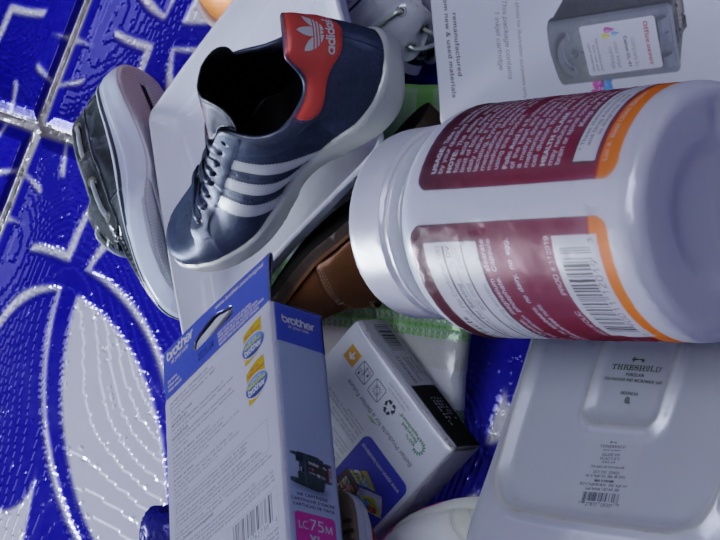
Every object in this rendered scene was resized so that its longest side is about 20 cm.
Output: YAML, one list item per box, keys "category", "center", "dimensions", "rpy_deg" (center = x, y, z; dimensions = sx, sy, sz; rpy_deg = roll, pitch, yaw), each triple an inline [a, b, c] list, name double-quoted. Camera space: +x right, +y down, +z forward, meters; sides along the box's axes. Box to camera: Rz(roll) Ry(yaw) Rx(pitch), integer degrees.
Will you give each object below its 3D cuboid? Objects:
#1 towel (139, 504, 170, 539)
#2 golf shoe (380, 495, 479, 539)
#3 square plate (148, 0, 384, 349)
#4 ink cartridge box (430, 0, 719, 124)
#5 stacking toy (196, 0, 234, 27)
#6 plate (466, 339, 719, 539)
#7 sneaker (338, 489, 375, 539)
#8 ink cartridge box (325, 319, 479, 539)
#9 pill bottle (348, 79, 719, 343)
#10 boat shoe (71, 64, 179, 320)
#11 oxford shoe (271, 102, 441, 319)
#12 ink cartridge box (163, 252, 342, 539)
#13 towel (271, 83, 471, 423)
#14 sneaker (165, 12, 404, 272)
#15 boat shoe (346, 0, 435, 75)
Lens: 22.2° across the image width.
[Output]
- category: "towel"
  center: [-0.090, 0.249, 1.040]
  dimensions: [0.147, 0.049, 0.202]
  rpy_deg: [24, 101, 26]
- category: "golf shoe"
  center: [0.079, 0.168, 0.932]
  dimensions: [0.198, 0.091, 0.076]
  rpy_deg: [3, 114, 37]
- category: "square plate"
  center: [-0.055, -0.080, 1.069]
  dimensions: [0.198, 0.028, 0.201]
  rpy_deg: [-46, 42, 34]
- category: "ink cartridge box"
  center: [0.155, -0.125, 0.936]
  dimensions: [0.198, 0.147, 0.087]
  rpy_deg: [-3, 97, 34]
- category: "stacking toy"
  center: [-0.093, -0.252, 1.118]
  dimensions: [0.145, 0.200, 0.147]
  rpy_deg: [-22, 48, 27]
- category: "plate"
  center: [0.137, 0.057, 0.871]
  dimensions: [0.198, 0.032, 0.202]
  rpy_deg: [0, 66, 50]
- category: "sneaker"
  center: [0.014, 0.219, 0.955]
  dimensions: [0.071, 0.112, 0.202]
  rpy_deg: [-20, 63, 46]
- category: "ink cartridge box"
  center: [-0.026, 0.130, 1.042]
  dimensions: [0.200, 0.037, 0.095]
  rpy_deg: [-49, 64, 23]
- category: "pill bottle"
  center: [0.092, -0.024, 0.859]
  dimensions: [0.199, 0.113, 0.116]
  rpy_deg: [0, 74, 51]
- category: "boat shoe"
  center: [-0.138, -0.040, 1.184]
  dimensions: [0.071, 0.072, 0.201]
  rpy_deg: [-44, 47, 29]
- category: "oxford shoe"
  center: [0.000, 0.000, 1.018]
  dimensions: [0.200, 0.071, 0.072]
  rpy_deg: [-45, 12, 33]
- category: "ink cartridge box"
  center: [-0.060, 0.105, 0.972]
  dimensions: [0.119, 0.042, 0.202]
  rpy_deg: [-43, 44, 41]
- category: "towel"
  center: [0.009, -0.009, 1.065]
  dimensions: [0.148, 0.031, 0.203]
  rpy_deg: [7, 90, 34]
- category: "sneaker"
  center: [-0.065, -0.072, 0.977]
  dimensions: [0.200, 0.084, 0.076]
  rpy_deg: [-43, 44, 38]
- category: "boat shoe"
  center: [0.026, -0.149, 1.103]
  dimensions: [0.199, 0.073, 0.067]
  rpy_deg: [-32, 74, 35]
